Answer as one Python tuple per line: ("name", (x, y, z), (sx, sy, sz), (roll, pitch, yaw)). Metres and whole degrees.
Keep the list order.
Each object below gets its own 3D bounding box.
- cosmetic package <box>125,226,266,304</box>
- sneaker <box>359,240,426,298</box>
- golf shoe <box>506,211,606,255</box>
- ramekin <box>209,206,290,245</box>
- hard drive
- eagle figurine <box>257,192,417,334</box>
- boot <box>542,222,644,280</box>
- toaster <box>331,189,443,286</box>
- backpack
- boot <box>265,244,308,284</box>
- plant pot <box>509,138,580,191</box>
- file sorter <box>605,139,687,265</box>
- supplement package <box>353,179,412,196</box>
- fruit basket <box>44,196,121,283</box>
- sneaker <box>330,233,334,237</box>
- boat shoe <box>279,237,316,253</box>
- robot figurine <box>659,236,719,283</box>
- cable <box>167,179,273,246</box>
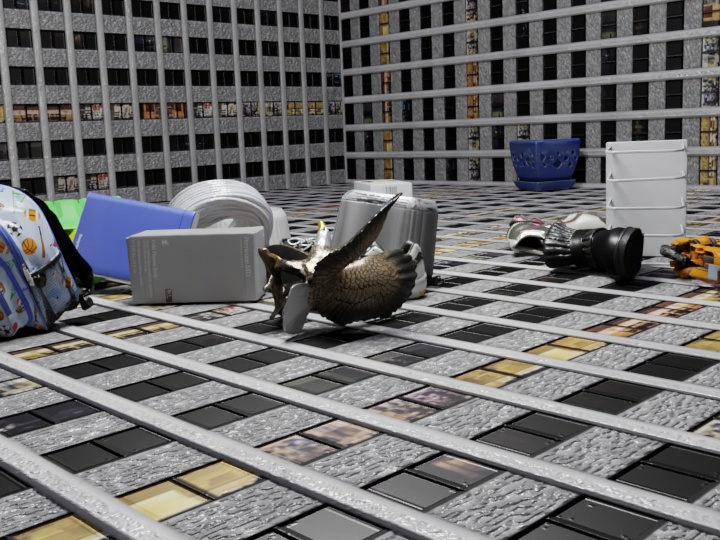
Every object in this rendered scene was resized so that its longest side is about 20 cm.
("cosmetic package", (-0.244, -0.009, 1.335), (0.196, 0.109, 0.090), (-3, 8, 8))
("sneaker", (0.000, 0.000, 1.274), (0.196, 0.090, 0.075), (-7, 12, -20))
("golf shoe", (0.372, -0.058, 1.643), (0.196, 0.079, 0.089), (-3, 29, 14))
("ramekin", (-0.233, -0.075, 1.774), (0.198, 0.096, 0.202), (-2, 9, 0))
("hard drive", (-0.373, -0.047, 1.435), (0.196, 0.135, 0.025), (10, -14, 14))
("eagle figurine", (-0.026, -0.007, 1.113), (0.196, 0.154, 0.152), (-9, -2, 4))
("boot", (0.364, -0.034, 1.398), (0.155, 0.081, 0.210), (9, 2, 21))
("toaster", (0.045, -0.054, 1.388), (0.197, 0.132, 0.113), (11, 6, 31))
("backpack", (-0.484, -0.014, 1.165), (0.196, 0.194, 0.154), (1, 26, 24))
("boot", (-0.127, -0.003, 1.405), (0.197, 0.075, 0.075), (2, 0, 40))
("plant pot", (0.668, -0.386, 3.191), (0.196, 0.184, 0.200), (-6, 10, -20))
("file sorter", (0.489, -0.116, 1.509), (0.136, 0.205, 0.124), (1, 11, 20))
("supplement package", (0.055, -0.173, 2.258), (0.111, 0.112, 0.200), (-4, 9, -13))
("fruit basket", (-0.486, -0.031, 1.555), (0.211, 0.157, 0.218), (11, 47, -12))
("sneaker", (-0.014, -0.034, 1.549), (0.087, 0.082, 0.199), (-14, 8, -24))
("boat shoe", (-0.093, -0.023, 1.492), (0.072, 0.070, 0.199), (-5, 10, -19))
("robot figurine", (0.534, -0.012, 1.300), (0.142, 0.060, 0.200), (-4, 10, -11))
("cable", (-0.249, -0.076, 1.537), (0.196, 0.202, 0.070), (-9, 53, -19))
